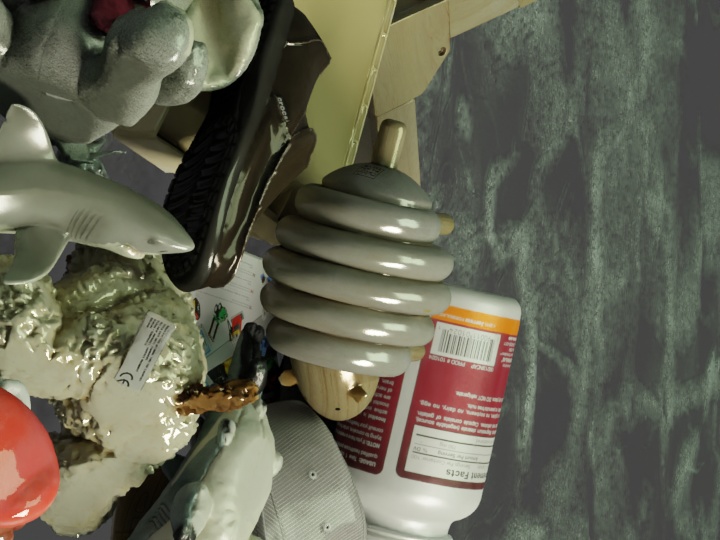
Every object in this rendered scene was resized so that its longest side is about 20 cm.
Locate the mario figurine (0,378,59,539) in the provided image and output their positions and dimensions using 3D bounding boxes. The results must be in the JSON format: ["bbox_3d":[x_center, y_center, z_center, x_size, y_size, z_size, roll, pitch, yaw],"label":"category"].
[{"bbox_3d":[-0.226,0.132,1.063,0.124,0.106,0.200,-112,-151,-43],"label":"mario figurine"}]

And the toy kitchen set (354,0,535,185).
[{"bbox_3d":[0.046,-0.194,1.619,0.200,0.163,0.181,-27,134,-24],"label":"toy kitchen set"}]

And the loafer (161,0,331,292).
[{"bbox_3d":[-0.059,-0.073,1.190,0.071,0.073,0.200,29,68,-27],"label":"loafer"}]

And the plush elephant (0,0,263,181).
[{"bbox_3d":[-0.147,-0.156,1.137,0.200,0.164,0.155,89,20,-61],"label":"plush elephant"}]

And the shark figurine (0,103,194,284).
[{"bbox_3d":[-0.208,-0.046,1.092,0.214,0.128,0.090,-12,128,-40],"label":"shark figurine"}]

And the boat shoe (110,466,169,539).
[{"bbox_3d":[-0.133,0.215,1.343,0.065,0.071,0.200,-131,-146,-71],"label":"boat shoe"}]

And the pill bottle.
[{"bbox_3d":[0.040,0.107,1.393,0.113,0.113,0.200,11,92,-67],"label":"pill bottle"}]

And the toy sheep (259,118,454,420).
[{"bbox_3d":[0.000,0.000,1.282,0.138,0.138,0.200,-1,100,-67],"label":"toy sheep"}]

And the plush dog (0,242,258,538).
[{"bbox_3d":[-0.146,0.038,1.207,0.172,0.160,0.200,-98,175,-53],"label":"plush dog"}]

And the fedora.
[{"bbox_3d":[-0.050,0.168,1.319,0.177,0.090,0.200,135,-58,-73],"label":"fedora"}]

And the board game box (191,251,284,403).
[{"bbox_3d":[-0.106,0.046,1.410,0.200,0.035,0.126,24,71,-66],"label":"board game box"}]

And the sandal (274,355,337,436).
[{"bbox_3d":[-0.039,0.110,1.466,0.048,0.075,0.201,-55,-172,50],"label":"sandal"}]

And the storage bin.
[{"bbox_3d":[-0.084,-0.142,1.311,0.200,0.094,0.199,36,64,-51],"label":"storage bin"}]

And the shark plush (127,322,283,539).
[{"bbox_3d":[-0.101,0.115,1.210,0.091,0.083,0.200,34,57,-47],"label":"shark plush"}]
